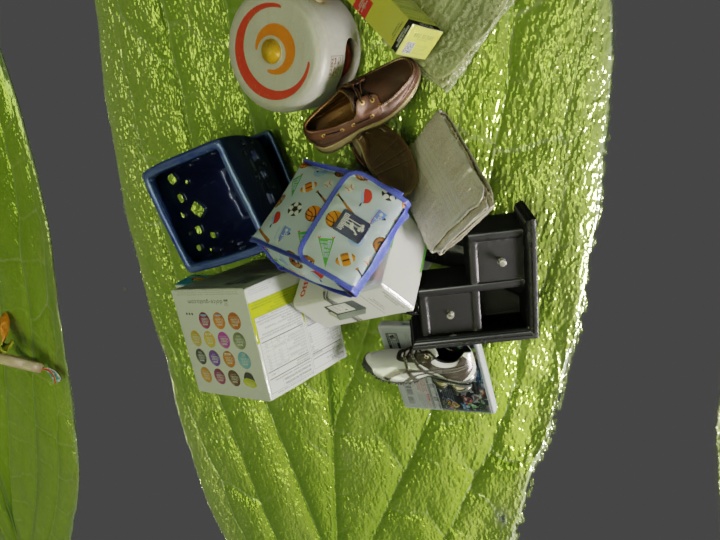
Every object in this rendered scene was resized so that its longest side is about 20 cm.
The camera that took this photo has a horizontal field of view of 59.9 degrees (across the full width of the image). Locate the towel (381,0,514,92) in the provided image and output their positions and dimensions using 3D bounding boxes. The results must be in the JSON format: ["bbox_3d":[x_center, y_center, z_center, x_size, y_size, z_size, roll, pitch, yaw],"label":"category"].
[{"bbox_3d":[0.127,-0.378,0.903,0.148,0.036,0.200,42,125,6],"label":"towel"}]

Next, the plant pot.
[{"bbox_3d":[-0.226,-0.132,1.111,0.200,0.180,0.200,-14,105,32],"label":"plant pot"}]

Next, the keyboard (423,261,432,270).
[{"bbox_3d":[0.110,-0.040,1.084,0.056,0.011,0.200,35,124,3],"label":"keyboard"}]

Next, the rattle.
[{"bbox_3d":[-0.899,0.218,1.710,0.200,0.143,0.130,11,150,6],"label":"rattle"}]

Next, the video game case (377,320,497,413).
[{"bbox_3d":[0.141,0.175,1.137,0.182,0.023,0.200,-2,121,29],"label":"video game case"}]

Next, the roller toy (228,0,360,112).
[{"bbox_3d":[-0.103,-0.343,0.969,0.200,0.140,0.183,-24,97,34],"label":"roller toy"}]

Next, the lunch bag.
[{"bbox_3d":[-0.041,-0.064,0.944,0.200,0.170,0.124,23,166,36],"label":"lunch bag"}]

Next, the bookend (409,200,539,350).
[{"bbox_3d":[0.169,0.009,0.978,0.199,0.092,0.200,-5,113,4],"label":"bookend"}]

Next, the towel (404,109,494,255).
[{"bbox_3d":[0.120,-0.134,0.958,0.133,0.034,0.200,-47,51,34],"label":"towel"}]

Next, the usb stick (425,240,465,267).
[{"bbox_3d":[0.105,-0.043,1.059,0.200,0.033,0.056,15,129,15],"label":"usb stick"}]

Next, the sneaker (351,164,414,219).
[{"bbox_3d":[0.018,-0.129,1.050,0.200,0.073,0.085,15,121,23],"label":"sneaker"}]

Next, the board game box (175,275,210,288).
[{"bbox_3d":[-0.277,0.111,1.323,0.196,0.056,0.200,1,113,27],"label":"board game box"}]

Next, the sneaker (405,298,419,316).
[{"bbox_3d":[0.073,0.055,1.096,0.200,0.079,0.075,16,120,10],"label":"sneaker"}]

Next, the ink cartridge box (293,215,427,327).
[{"bbox_3d":[0.000,0.000,1.016,0.200,0.146,0.084,-15,139,42],"label":"ink cartridge box"}]

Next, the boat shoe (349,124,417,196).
[{"bbox_3d":[0.024,-0.194,1.005,0.072,0.072,0.200,-35,75,-9],"label":"boat shoe"}]

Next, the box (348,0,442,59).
[{"bbox_3d":[0.026,-0.387,0.892,0.200,0.075,0.050,54,128,20],"label":"box"}]

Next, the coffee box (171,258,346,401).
[{"bbox_3d":[-0.176,0.097,1.118,0.200,0.200,0.198,-2,105,40],"label":"coffee box"}]

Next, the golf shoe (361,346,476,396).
[{"bbox_3d":[0.102,0.149,1.080,0.200,0.078,0.095,6,122,11],"label":"golf shoe"}]

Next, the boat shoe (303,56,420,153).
[{"bbox_3d":[0.001,-0.251,0.938,0.200,0.068,0.072,-33,73,13],"label":"boat shoe"}]
